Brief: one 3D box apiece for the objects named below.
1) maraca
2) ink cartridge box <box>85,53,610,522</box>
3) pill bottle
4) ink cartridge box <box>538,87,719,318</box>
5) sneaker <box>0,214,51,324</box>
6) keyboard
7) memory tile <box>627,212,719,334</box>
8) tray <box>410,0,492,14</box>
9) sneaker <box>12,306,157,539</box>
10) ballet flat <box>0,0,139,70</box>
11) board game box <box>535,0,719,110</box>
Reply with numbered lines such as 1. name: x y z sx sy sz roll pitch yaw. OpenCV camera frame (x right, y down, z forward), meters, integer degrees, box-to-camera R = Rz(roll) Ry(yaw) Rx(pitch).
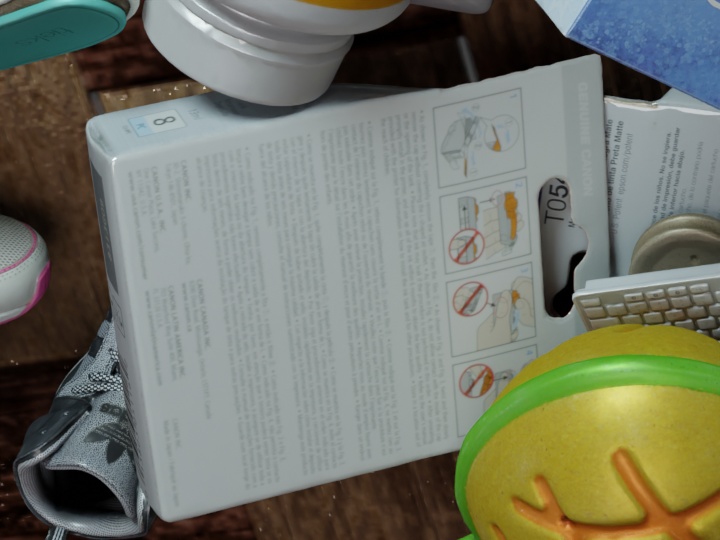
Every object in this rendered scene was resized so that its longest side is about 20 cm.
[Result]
1. maraca: 0.100 0.093 0.876 0.136 0.108 0.200 15 142 -6
2. ink cartridge box: 0.000 0.000 0.879 0.198 0.047 0.161 -13 117 -16
3. pill bottle: -0.012 -0.161 0.783 0.109 0.109 0.201 23 123 -3
4. ink cartridge box: 0.163 0.019 0.920 0.198 0.041 0.201 11 121 7
5. sneaker: -0.223 -0.040 0.943 0.199 0.082 0.089 22 124 -2
6. keyboard: 0.183 0.011 0.849 0.198 0.011 0.056 -7 140 18
7. memory tile: 0.180 0.072 0.913 0.152 0.017 0.201 5 121 11
8. tray: 0.007 -0.192 0.838 0.106 0.022 0.201 10 122 7
9. sneaker: -0.086 0.042 0.943 0.075 0.114 0.201 27 122 -5
10. ballet flat: -0.167 -0.100 0.855 0.199 0.070 0.070 -17 116 30
11. board game box: 0.191 -0.134 0.756 0.199 0.043 0.200 20 113 -28
